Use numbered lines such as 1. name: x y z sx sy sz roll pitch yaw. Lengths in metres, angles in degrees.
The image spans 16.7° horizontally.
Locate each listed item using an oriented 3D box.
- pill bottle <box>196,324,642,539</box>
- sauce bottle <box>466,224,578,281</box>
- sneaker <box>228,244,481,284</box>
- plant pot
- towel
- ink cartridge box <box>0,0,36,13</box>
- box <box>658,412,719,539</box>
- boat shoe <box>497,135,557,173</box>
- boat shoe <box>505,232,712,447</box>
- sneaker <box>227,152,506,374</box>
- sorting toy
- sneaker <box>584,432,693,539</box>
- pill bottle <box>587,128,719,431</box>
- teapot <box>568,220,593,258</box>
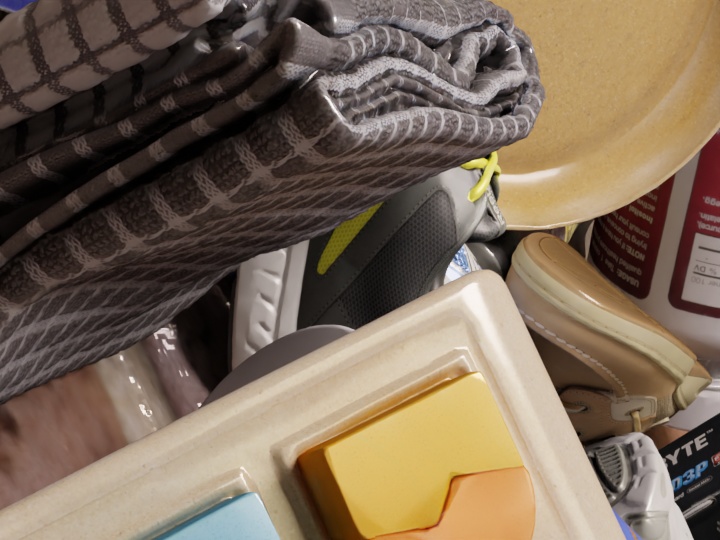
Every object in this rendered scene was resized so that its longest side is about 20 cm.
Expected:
1. pill bottle: 0.034 0.107 0.739 0.200 0.112 0.112 45 25 -31
2. sauce bottle: 0.060 -0.024 1.043 0.066 0.066 0.200 55 22 -9
3. sneaker: 0.000 0.000 0.888 0.201 0.076 0.077 58 4 -8
4. plant pot: 0.069 -0.115 0.922 0.200 0.200 0.027 45 -4 -30
5. towel: -0.049 -0.031 0.676 0.086 0.165 0.200 65 22 1
6. ink cartridge box: -0.055 -0.161 0.845 0.099 0.039 0.201 17 57 -1
7. box: 0.218 0.129 1.049 0.200 0.159 0.046 46 22 -28
8. boat shoe: 0.006 -0.102 0.950 0.199 0.070 0.071 31 29 -21
9. boat shoe: 0.092 0.040 0.981 0.071 0.065 0.200 42 2 24
10. sneaker: 0.011 -0.046 0.806 0.074 0.084 0.201 -45 143 -73
11. sorting toy: 0.007 0.115 0.623 0.199 0.036 0.186 -26 91 -33
12. sneaker: 0.110 0.145 0.910 0.100 0.078 0.200 54 22 -20
13. pill bottle: 0.163 -0.035 1.096 0.112 0.201 0.113 7 26 -4
14. teapot: 0.104 -0.143 1.186 0.145 0.198 0.200 -14 44 -31
